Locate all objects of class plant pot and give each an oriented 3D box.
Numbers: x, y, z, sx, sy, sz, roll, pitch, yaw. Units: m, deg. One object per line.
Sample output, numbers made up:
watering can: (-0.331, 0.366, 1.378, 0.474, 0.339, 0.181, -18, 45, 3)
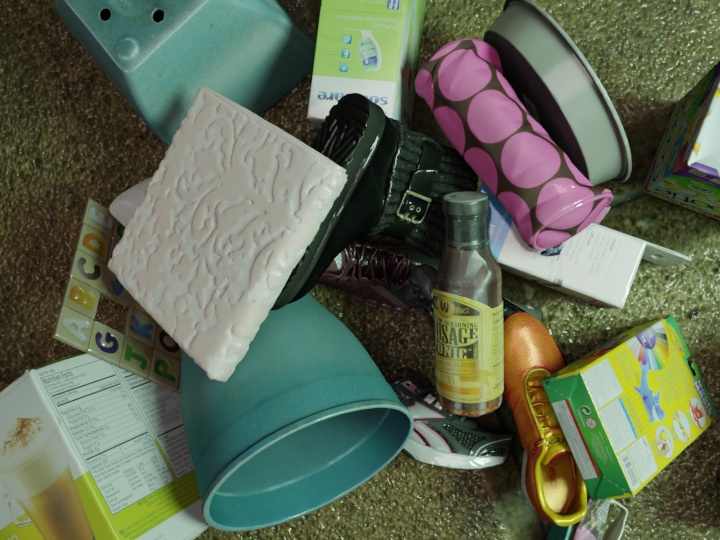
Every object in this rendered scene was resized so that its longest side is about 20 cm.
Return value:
plant pot: (-0.082, 0.108, 0.747, 0.200, 0.200, 0.188, -35, 59, 7)
plant pot: (-0.188, -0.250, 0.805, 0.196, 0.200, 0.196, -41, 82, 7)

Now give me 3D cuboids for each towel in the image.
towel: (-0.122, -0.038, 0.686, 0.191, 0.032, 0.200, 37, 100, 35)

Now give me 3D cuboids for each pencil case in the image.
pencil case: (0.133, -0.113, 0.701, 0.094, 0.091, 0.200, -17, 66, -33)

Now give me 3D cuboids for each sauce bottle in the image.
sauce bottle: (0.095, 0.030, 0.716, 0.066, 0.066, 0.200, -3, 107, 9)

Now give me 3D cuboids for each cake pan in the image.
cake pan: (0.176, -0.157, 0.740, 0.037, 0.200, 0.200, -33, 83, 4)

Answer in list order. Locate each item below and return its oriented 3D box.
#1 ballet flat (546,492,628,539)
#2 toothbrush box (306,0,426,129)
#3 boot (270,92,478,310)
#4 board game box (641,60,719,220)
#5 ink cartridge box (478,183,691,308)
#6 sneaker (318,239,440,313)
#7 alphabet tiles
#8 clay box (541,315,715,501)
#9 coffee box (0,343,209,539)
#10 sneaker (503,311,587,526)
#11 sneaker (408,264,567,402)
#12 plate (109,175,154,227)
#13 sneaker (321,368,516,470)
ballet flat: (0.235, 0.222, 0.794, 0.071, 0.069, 0.200, 13, 93, -8)
toothbrush box: (0.013, -0.230, 0.799, 0.086, 0.146, 0.200, 8, 89, 9)
boot: (0.007, -0.038, 0.719, 0.211, 0.158, 0.079, -56, 43, 9)
board game box: (0.335, -0.110, 0.713, 0.103, 0.200, 0.105, 22, 93, 10)
ink cartridge box: (0.201, -0.014, 0.775, 0.200, 0.116, 0.067, 21, 91, 10)
sneaker: (0.000, 0.000, 0.808, 0.200, 0.116, 0.076, 9, 90, 10)
alphabet tiles: (-0.215, 0.017, 0.806, 0.008, 0.167, 0.200, -31, 43, 31)
clay box: (0.260, 0.121, 0.750, 0.048, 0.200, 0.115, -27, 82, 44)
coffee box: (-0.259, 0.199, 0.778, 0.200, 0.200, 0.198, -34, 82, 25)
sneaker: (0.176, 0.135, 0.741, 0.073, 0.077, 0.200, -14, 87, -9)
sneaker: (0.133, 0.054, 0.799, 0.090, 0.066, 0.200, -44, 102, -5)
plate: (-0.120, -0.073, 0.788, 0.199, 0.032, 0.200, -34, 53, -25)
sneaker: (0.061, 0.146, 0.813, 0.200, 0.080, 0.086, 9, 88, 9)
